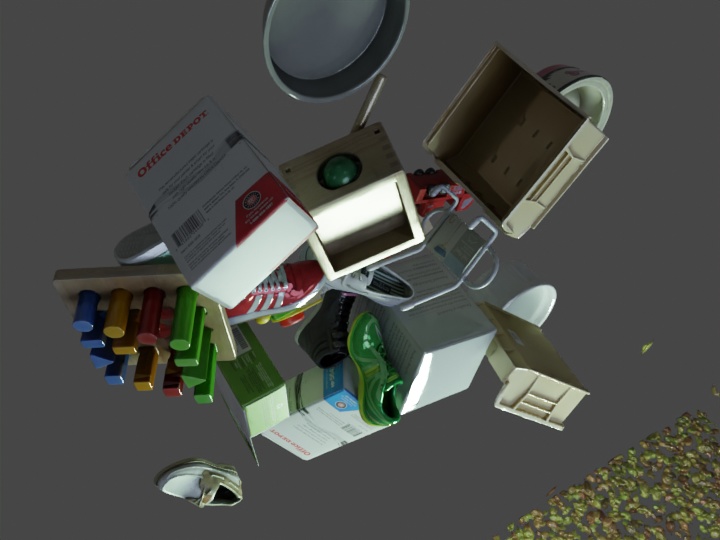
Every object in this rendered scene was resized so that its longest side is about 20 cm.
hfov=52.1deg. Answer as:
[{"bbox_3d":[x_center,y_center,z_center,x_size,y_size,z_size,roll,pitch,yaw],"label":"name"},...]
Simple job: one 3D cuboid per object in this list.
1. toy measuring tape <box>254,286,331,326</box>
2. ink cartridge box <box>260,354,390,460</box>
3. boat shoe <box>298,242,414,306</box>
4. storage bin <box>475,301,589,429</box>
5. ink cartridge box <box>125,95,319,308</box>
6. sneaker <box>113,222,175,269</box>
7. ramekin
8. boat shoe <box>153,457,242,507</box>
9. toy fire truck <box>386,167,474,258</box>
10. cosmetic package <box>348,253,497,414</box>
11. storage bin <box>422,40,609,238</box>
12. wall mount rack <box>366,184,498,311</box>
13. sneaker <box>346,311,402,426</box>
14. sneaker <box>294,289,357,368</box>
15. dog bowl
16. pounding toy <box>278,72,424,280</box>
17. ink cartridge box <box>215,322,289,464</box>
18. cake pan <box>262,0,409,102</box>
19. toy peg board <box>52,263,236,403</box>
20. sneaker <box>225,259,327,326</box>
[{"bbox_3d":[-0.090,0.037,1.179,0.199,0.073,0.074,-27,145,-33],"label":"toy measuring tape"},{"bbox_3d":[-0.066,0.251,1.335,0.198,0.085,0.146,-27,132,24],"label":"ink cartridge box"},{"bbox_3d":[0.000,0.000,1.162,0.198,0.075,0.066,20,162,-30],"label":"boat shoe"},{"bbox_3d":[0.292,0.172,1.376,0.197,0.201,0.094,23,114,-31],"label":"storage bin"},{"bbox_3d":[-0.164,-0.082,0.853,0.144,0.201,0.084,-41,149,5],"label":"ink cartridge box"},{"bbox_3d":[-0.209,-0.029,0.977,0.198,0.074,0.119,-25,138,-3],"label":"sneaker"},{"bbox_3d":[0.304,0.074,1.549,0.199,0.098,0.202,-24,142,-20],"label":"ramekin"},{"bbox_3d":[-0.298,0.406,1.396,0.075,0.069,0.199,-50,144,16],"label":"boat shoe"},{"bbox_3d":[0.100,-0.097,1.211,0.198,0.049,0.142,-12,138,-35],"label":"toy fire truck"},{"bbox_3d":[0.100,0.110,1.311,0.165,0.201,0.169,-14,140,-31],"label":"cosmetic package"},{"bbox_3d":[0.219,-0.187,1.086,0.093,0.200,0.199,12,122,-51],"label":"storage bin"},{"bbox_3d":[0.107,-0.027,1.089,0.074,0.200,0.174,31,102,-37],"label":"wall mount rack"},{"bbox_3d":[0.033,0.163,1.229,0.074,0.083,0.203,-24,108,-47],"label":"sneaker"},{"bbox_3d":[-0.031,0.082,1.248,0.070,0.099,0.201,11,121,-46],"label":"sneaker"},{"bbox_3d":[0.317,-0.248,1.218,0.198,0.074,0.202,-25,143,-21],"label":"dog bowl"},{"bbox_3d":[-0.008,-0.126,1.028,0.182,0.143,0.201,-23,143,2],"label":"pounding toy"},{"bbox_3d":[-0.180,0.201,1.204,0.075,0.148,0.201,-26,145,-19],"label":"ink cartridge box"},{"bbox_3d":[-0.033,-0.296,0.872,0.198,0.037,0.202,-25,143,-20],"label":"cake pan"},{"bbox_3d":[-0.278,0.094,0.959,0.196,0.099,0.201,-3,141,1],"label":"toy peg board"},{"bbox_3d":[-0.149,0.012,1.062,0.198,0.072,0.113,-20,144,-1],"label":"sneaker"}]
